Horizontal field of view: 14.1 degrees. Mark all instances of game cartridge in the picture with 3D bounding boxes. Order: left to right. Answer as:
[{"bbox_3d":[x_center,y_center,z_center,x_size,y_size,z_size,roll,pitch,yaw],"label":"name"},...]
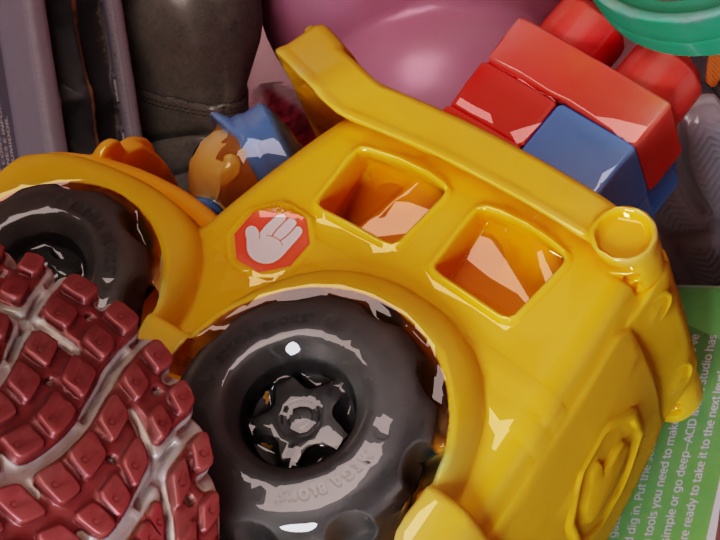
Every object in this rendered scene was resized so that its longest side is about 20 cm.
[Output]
[{"bbox_3d":[-0.116,-0.071,0.929,0.041,0.201,0.133,-12,8,-24],"label":"game cartridge"}]

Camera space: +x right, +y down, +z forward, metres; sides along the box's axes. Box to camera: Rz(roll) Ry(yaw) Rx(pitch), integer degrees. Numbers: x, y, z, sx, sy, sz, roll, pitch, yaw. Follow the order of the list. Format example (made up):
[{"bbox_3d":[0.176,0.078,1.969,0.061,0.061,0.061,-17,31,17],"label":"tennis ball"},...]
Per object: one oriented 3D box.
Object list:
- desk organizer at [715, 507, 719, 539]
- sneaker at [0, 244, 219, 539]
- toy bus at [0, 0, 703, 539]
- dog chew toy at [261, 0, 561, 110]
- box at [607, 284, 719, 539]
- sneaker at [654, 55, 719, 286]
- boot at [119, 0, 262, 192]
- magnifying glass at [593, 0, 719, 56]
[{"bbox_3d":[0.127,0.123,0.718,0.077,0.072,0.201,4,77,30],"label":"desk organizer"},{"bbox_3d":[-0.113,0.031,0.725,0.200,0.082,0.078,38,50,24],"label":"sneaker"},{"bbox_3d":[0.000,0.000,0.805,0.200,0.136,0.192,29,74,26],"label":"toy bus"},{"bbox_3d":[0.018,-0.103,0.937,0.124,0.125,0.201,-17,60,15],"label":"dog chew toy"},{"bbox_3d":[0.154,0.074,0.800,0.199,0.036,0.145,3,60,26],"label":"box"},{"bbox_3d":[0.130,-0.067,0.892,0.199,0.078,0.112,-17,47,3],"label":"sneaker"},{"bbox_3d":[-0.080,-0.046,0.962,0.200,0.068,0.131,179,86,-67],"label":"boot"},{"bbox_3d":[0.070,-0.124,0.824,0.080,0.022,0.200,-43,42,1],"label":"magnifying glass"}]
